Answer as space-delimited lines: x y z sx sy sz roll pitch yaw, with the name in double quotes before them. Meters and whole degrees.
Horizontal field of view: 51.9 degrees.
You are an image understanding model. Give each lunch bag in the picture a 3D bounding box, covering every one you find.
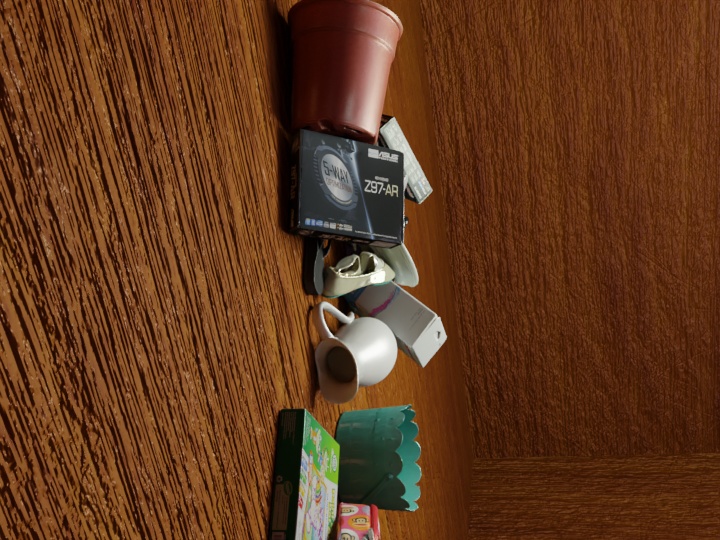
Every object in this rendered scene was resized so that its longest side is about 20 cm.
"lunch bag" -0.011 0.489 1.173 0.176 0.080 0.205 -88 -178 -84

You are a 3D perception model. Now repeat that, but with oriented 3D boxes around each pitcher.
"pitcher" -0.016 0.129 1.328 0.199 0.119 0.175 -17 90 -65

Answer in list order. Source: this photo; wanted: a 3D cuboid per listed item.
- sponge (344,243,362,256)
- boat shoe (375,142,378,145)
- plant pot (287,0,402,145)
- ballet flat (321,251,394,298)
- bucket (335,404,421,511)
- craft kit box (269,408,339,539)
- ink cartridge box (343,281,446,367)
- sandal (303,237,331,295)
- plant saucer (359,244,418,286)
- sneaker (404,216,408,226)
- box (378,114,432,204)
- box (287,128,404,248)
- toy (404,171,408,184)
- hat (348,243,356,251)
"sponge" -0.016 -0.107 1.562 0.112 0.029 0.204 -62 145 -67
"boat shoe" 0.022 -0.186 1.537 0.203 0.059 0.073 76 10 -49
"plant pot" -0.034 -0.316 1.233 0.201 0.196 0.200 33 62 -74
"ballet flat" 0.000 0.000 1.358 0.198 0.068 0.071 -18 105 -49
"bucket" 0.036 0.357 1.401 0.207 0.132 0.213 -5 90 -76
"craft kit box" -0.080 0.336 1.110 0.198 0.047 0.204 68 22 -60
"ink cartridge box" 0.068 0.089 1.485 0.085 0.199 0.145 -50 154 -9
"sandal" -0.068 -0.056 1.285 0.076 0.042 0.205 47 40 -69
"plant saucer" 0.040 -0.042 1.490 0.201 0.050 0.201 53 -11 15
"sneaker" 0.052 -0.134 1.677 0.075 0.113 0.204 -63 146 -66
"box" 0.054 -0.246 1.570 0.158 0.046 0.201 30 -22 51
"box" -0.021 -0.130 1.214 0.043 0.196 0.164 -19 -114 59
"toy" 0.054 -0.126 1.546 0.200 0.046 0.117 85 28 -73
"hat" -0.015 -0.137 1.314 0.201 0.080 0.204 -24 91 -82
